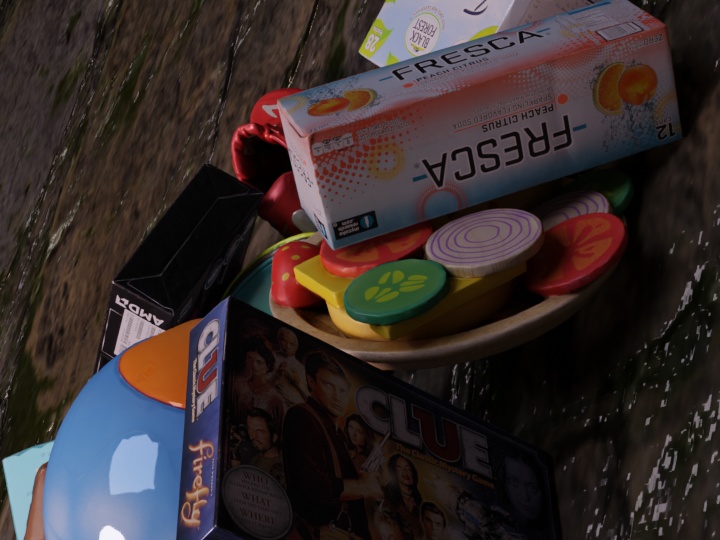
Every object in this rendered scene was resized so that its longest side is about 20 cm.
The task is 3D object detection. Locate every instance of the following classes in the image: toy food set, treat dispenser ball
[{"bbox_3d":[0.048,-0.013,0.927,0.200,0.049,0.198,-26,28,-22],"label":"toy food set"},{"bbox_3d":[-0.070,0.124,0.949,0.201,0.201,0.201,-43,32,36],"label":"treat dispenser ball"}]

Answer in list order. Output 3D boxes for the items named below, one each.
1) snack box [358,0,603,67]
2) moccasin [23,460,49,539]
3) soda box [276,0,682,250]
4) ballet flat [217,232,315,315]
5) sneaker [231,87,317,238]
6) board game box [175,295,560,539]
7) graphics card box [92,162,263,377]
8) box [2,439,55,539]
[{"bbox_3d":[0.097,-0.192,1.092,0.200,0.068,0.169,-62,26,6],"label":"snack box"},{"bbox_3d":[-0.161,0.206,1.018,0.078,0.074,0.202,-3,59,24],"label":"moccasin"},{"bbox_3d":[0.063,-0.079,0.915,0.064,0.200,0.069,-125,20,-62],"label":"soda box"},{"bbox_3d":[-0.073,0.044,1.200,0.200,0.067,0.067,-54,5,22],"label":"ballet flat"},{"bbox_3d":[-0.054,-0.086,1.253,0.077,0.085,0.200,-53,28,17],"label":"sneaker"},{"bbox_3d":[0.009,0.108,0.819,0.035,0.200,0.136,-44,32,34],"label":"board game box"},{"bbox_3d":[-0.131,0.034,1.204,0.126,0.051,0.200,-56,-9,-39],"label":"graphics card box"},{"bbox_3d":[-0.158,0.200,1.082,0.082,0.049,0.200,-20,65,7],"label":"box"}]
